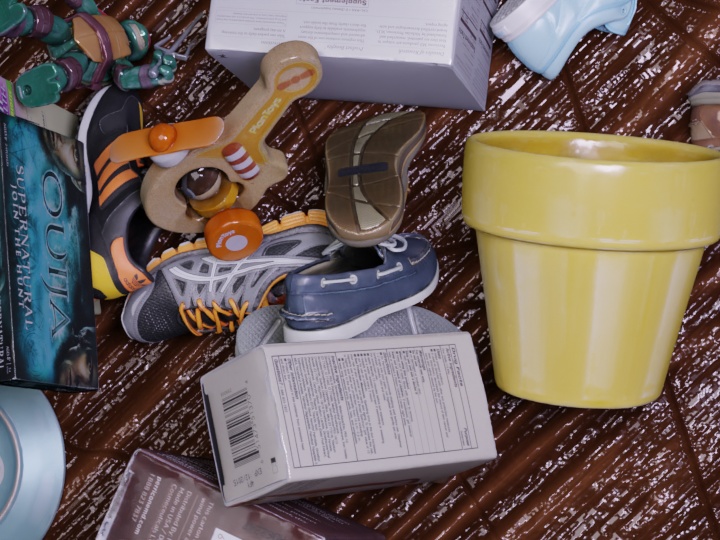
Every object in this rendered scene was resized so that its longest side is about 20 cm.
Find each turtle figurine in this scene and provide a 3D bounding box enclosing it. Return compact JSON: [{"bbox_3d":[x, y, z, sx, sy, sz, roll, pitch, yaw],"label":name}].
[{"bbox_3d":[-0.215,-0.193,1.660,0.150,0.200,0.101,47,123,14],"label":"turtle figurine"}]

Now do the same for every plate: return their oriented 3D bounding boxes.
[{"bbox_3d":[-0.346,0.167,1.712,0.199,0.026,0.202,-2,81,14],"label":"plate"}]

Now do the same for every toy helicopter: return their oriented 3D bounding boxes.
[{"bbox_3d":[-0.103,-0.104,1.554,0.200,0.132,0.079,-49,41,30],"label":"toy helicopter"}]

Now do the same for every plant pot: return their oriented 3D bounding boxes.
[{"bbox_3d":[0.172,-0.002,1.530,0.199,0.201,0.190,5,99,14],"label":"plant pot"}]

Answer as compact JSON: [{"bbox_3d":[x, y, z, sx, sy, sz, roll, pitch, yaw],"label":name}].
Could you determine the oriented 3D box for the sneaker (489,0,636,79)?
[{"bbox_3d":[0.198,-0.234,1.619,0.200,0.074,0.082,-42,106,1],"label":"sneaker"}]

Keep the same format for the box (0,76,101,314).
[{"bbox_3d":[-0.299,-0.051,1.638,0.096,0.200,0.177,-10,81,12],"label":"box"}]

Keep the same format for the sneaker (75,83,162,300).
[{"bbox_3d":[-0.187,-0.065,1.656,0.089,0.070,0.201,-5,59,24],"label":"sneaker"}]

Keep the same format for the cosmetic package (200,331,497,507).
[{"bbox_3d":[-0.007,0.108,1.479,0.087,0.199,0.104,-28,69,48],"label":"cosmetic package"}]

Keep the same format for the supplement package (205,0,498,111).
[{"bbox_3d":[-0.002,-0.202,1.607,0.198,0.156,0.112,6,83,14],"label":"supplement package"}]

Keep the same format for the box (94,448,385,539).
[{"bbox_3d":[-0.103,0.246,1.552,0.163,0.200,0.167,22,88,15],"label":"box"}]

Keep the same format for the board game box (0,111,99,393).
[{"bbox_3d":[-0.246,-0.010,1.539,0.028,0.135,0.202,-8,81,19],"label":"board game box"}]

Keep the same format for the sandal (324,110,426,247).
[{"bbox_3d":[0.011,-0.067,1.590,0.080,0.200,0.054,-5,123,9],"label":"sandal"}]

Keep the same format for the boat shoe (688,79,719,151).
[{"bbox_3d":[0.349,-0.102,1.557,0.199,0.076,0.072,8,88,24],"label":"boat shoe"}]

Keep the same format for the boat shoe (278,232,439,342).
[{"bbox_3d":[0.000,0.000,1.562,0.074,0.200,0.062,8,111,34],"label":"boat shoe"}]

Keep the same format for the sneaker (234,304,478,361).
[{"bbox_3d":[-0.005,0.066,1.617,0.199,0.080,0.071,7,73,-9],"label":"sneaker"}]

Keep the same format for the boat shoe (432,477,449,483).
[{"bbox_3d":[-0.021,0.137,1.613,0.201,0.075,0.075,4,92,15],"label":"boat shoe"}]

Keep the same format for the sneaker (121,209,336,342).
[{"bbox_3d":[-0.101,0.017,1.633,0.199,0.078,0.078,-22,50,10],"label":"sneaker"}]
